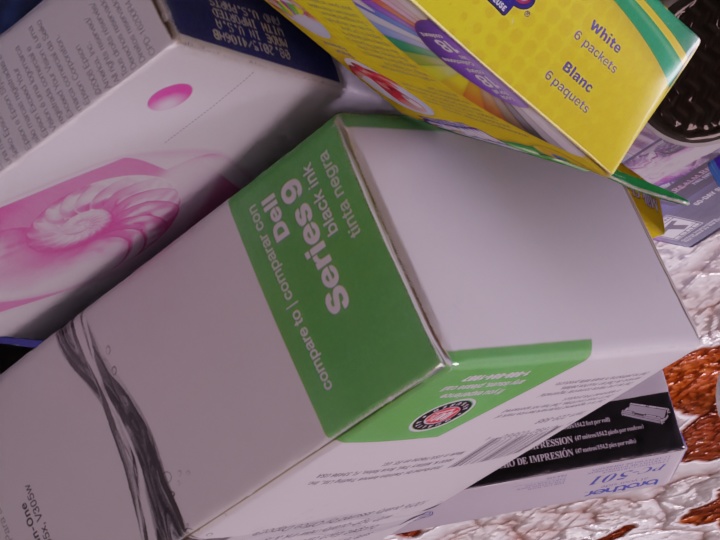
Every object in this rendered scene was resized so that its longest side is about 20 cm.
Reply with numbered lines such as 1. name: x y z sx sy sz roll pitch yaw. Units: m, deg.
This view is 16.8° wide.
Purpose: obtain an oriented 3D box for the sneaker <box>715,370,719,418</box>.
1. sneaker: 0.217 0.014 0.861 0.199 0.080 0.131 -29 169 3

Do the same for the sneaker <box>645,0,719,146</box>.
1. sneaker: 0.165 -0.123 0.788 0.199 0.073 0.085 -34 -167 15

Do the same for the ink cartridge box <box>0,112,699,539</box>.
1. ink cartridge box: -0.019 0.038 0.762 0.200 0.085 0.146 -35 162 31

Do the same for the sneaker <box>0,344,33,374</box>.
1. sneaker: -0.101 0.042 0.965 0.198 0.076 0.088 -8 155 -15

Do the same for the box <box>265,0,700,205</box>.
1. box: -0.002 -0.089 0.607 0.200 0.117 0.048 40 82 -29

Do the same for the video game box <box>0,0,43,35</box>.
1. video game box: -0.165 -0.079 0.675 0.181 0.047 0.200 19 137 -34

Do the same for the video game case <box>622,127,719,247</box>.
1. video game case: 0.109 -0.060 0.925 0.199 0.019 0.143 9 147 -41

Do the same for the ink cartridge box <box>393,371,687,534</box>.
1. ink cartridge box: 0.031 0.059 1.046 0.198 0.095 0.044 -9 155 -9

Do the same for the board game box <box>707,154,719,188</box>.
1. board game box: 0.222 -0.062 0.852 0.152 0.045 0.200 -34 169 25

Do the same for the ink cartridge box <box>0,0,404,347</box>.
1. ink cartridge box: -0.077 -0.015 0.746 0.199 0.044 0.196 -35 159 25

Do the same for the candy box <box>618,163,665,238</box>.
1. candy box: 0.000 0.000 0.875 0.199 0.027 0.102 -26 150 27
